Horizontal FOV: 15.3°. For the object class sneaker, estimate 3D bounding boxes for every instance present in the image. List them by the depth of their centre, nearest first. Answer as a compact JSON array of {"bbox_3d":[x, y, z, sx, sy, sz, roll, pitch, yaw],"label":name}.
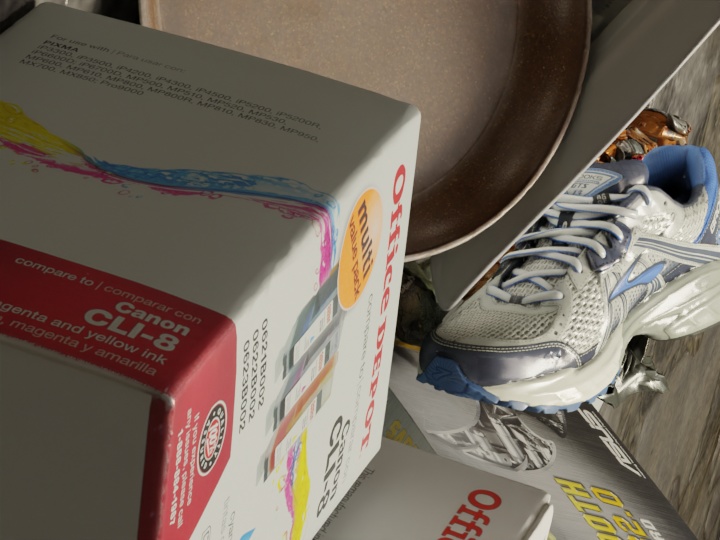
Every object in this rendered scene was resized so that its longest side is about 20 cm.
[{"bbox_3d":[0.088,-0.004,1.121,0.200,0.077,0.085,-27,122,-48],"label":"sneaker"}]

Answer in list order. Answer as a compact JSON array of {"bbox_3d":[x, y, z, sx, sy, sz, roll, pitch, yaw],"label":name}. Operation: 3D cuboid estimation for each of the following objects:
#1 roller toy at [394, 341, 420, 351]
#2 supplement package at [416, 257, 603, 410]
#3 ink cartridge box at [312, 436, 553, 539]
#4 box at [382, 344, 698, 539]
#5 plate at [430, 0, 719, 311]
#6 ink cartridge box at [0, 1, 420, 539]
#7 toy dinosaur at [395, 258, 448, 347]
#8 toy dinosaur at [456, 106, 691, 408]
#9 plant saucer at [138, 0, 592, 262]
[{"bbox_3d":[0.002,0.145,1.273,0.200,0.140,0.182,101,8,-57],"label":"roller toy"},{"bbox_3d":[0.081,0.026,1.464,0.117,0.117,0.200,87,26,-51],"label":"supplement package"},{"bbox_3d":[-0.050,0.113,0.945,0.146,0.200,0.084,-48,152,-56],"label":"ink cartridge box"},{"bbox_3d":[0.079,0.117,1.099,0.158,0.200,0.048,19,116,-43],"label":"box"},{"bbox_3d":[0.091,-0.080,1.140,0.200,0.032,0.200,-47,-174,8],"label":"plate"},{"bbox_3d":[-0.085,0.028,0.843,0.200,0.145,0.145,-52,154,-54],"label":"ink cartridge box"},{"bbox_3d":[0.000,0.000,1.195,0.200,0.088,0.047,-66,179,-80],"label":"toy dinosaur"},{"bbox_3d":[0.090,-0.014,1.231,0.200,0.102,0.136,-15,125,-37],"label":"toy dinosaur"},{"bbox_3d":[-0.001,-0.103,1.015,0.200,0.032,0.200,-1,92,-33],"label":"plant saucer"}]
